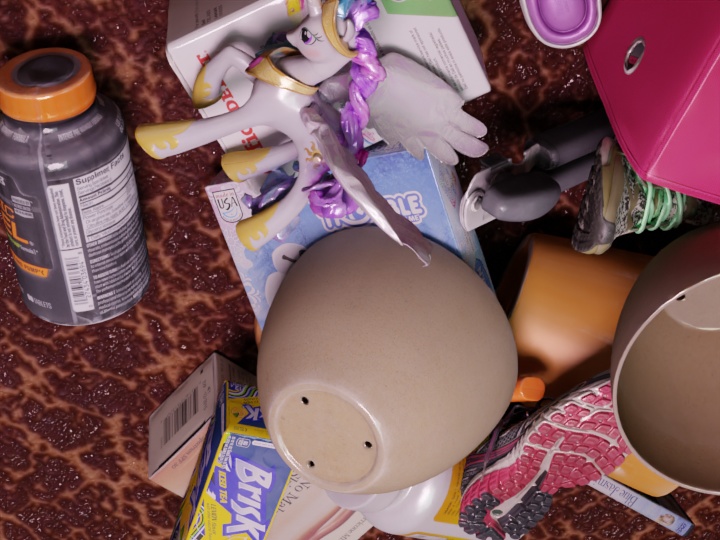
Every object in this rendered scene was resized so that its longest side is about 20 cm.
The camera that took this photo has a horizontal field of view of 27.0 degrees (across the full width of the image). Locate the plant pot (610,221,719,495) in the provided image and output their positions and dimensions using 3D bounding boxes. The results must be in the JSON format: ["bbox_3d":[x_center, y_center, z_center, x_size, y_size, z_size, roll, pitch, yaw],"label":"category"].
[{"bbox_3d":[0.270,0.041,1.078,0.198,0.135,0.202,-1,125,-1],"label":"plant pot"}]

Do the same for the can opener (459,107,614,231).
[{"bbox_3d":[0.151,-0.075,1.149,0.199,0.066,0.053,-28,140,-38],"label":"can opener"}]

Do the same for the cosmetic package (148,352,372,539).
[{"bbox_3d":[-0.083,0.175,1.348,0.199,0.088,0.103,32,117,-27],"label":"cosmetic package"}]

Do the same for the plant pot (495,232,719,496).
[{"bbox_3d":[0.201,0.060,1.248,0.182,0.201,0.201,23,122,-4],"label":"plant pot"}]

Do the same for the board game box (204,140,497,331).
[{"bbox_3d":[0.000,0.000,1.180,0.199,0.043,0.200,-8,113,29],"label":"board game box"}]

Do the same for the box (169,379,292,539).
[{"bbox_3d":[-0.108,0.190,1.262,0.069,0.065,0.201,12,125,-14],"label":"box"}]

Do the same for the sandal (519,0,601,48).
[{"bbox_3d":[0.132,-0.244,1.083,0.082,0.050,0.203,-25,126,12],"label":"sandal"}]

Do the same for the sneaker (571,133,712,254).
[{"bbox_3d":[0.213,-0.057,1.090,0.088,0.200,0.078,18,115,16],"label":"sneaker"}]

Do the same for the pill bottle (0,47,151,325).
[{"bbox_3d":[-0.223,-0.066,1.139,0.105,0.107,0.201,-6,127,-3],"label":"pill bottle"}]

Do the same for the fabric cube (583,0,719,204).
[{"bbox_3d":[0.303,-0.170,1.069,0.198,0.197,0.200,15,124,-17],"label":"fabric cube"}]

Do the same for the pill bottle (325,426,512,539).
[{"bbox_3d":[0.062,0.180,1.321,0.199,0.113,0.113,17,126,-43],"label":"pill bottle"}]

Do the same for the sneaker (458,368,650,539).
[{"bbox_3d":[0.142,0.132,1.174,0.080,0.075,0.200,29,129,-25],"label":"sneaker"}]

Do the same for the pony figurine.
[{"bbox_3d":[-0.026,-0.094,1.022,0.199,0.167,0.193,-30,115,36],"label":"pony figurine"}]

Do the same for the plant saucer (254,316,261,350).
[{"bbox_3d":[0.007,0.055,1.302,0.198,0.038,0.201,-3,128,-4],"label":"plant saucer"}]

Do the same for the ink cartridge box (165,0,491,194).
[{"bbox_3d":[-0.024,-0.166,1.100,0.199,0.084,0.145,-23,126,11],"label":"ink cartridge box"}]

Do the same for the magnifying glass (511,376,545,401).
[{"bbox_3d":[0.078,0.098,1.228,0.079,0.023,0.199,9,172,-33],"label":"magnifying glass"}]

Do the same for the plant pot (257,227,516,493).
[{"bbox_3d":[0.001,0.088,1.115,0.199,0.135,0.202,13,123,21],"label":"plant pot"}]

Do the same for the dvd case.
[{"bbox_3d":[0.197,0.157,1.337,0.199,0.143,0.018,30,103,-26],"label":"dvd case"}]
